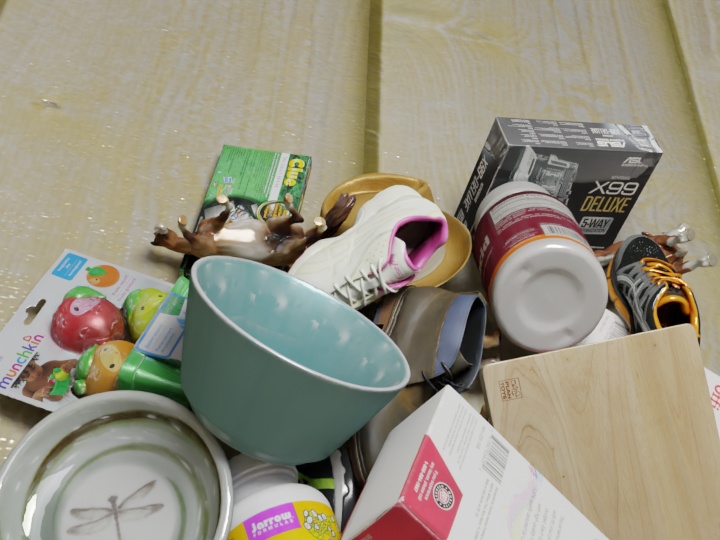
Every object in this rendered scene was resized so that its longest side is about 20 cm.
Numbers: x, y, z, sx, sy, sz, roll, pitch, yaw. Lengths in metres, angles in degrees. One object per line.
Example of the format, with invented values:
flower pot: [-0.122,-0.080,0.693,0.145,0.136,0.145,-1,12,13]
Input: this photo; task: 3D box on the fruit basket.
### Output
fruit basket: [-0.219,0.060,1.027,0.197,0.095,0.186,22,44,6]

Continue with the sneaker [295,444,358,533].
sneaker: [-0.055,0.163,1.023,0.081,0.072,0.202,-17,51,-5]

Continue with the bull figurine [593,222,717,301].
bull figurine: [0.322,-0.009,1.299,0.197,0.121,0.066,-20,87,-26]

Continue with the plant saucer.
plant saucer: [-0.194,0.196,0.907,0.196,0.051,0.203,-2,58,4]

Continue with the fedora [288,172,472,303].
fedora: [0.019,-0.045,1.188,0.196,0.083,0.202,-3,33,2]

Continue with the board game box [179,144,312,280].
board game box: [-0.117,-0.058,1.216,0.103,0.024,0.202,7,45,5]

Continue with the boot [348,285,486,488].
boot: [0.052,0.100,1.034,0.096,0.075,0.203,-6,58,33]

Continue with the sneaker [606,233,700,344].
sneaker: [0.300,0.032,1.143,0.077,0.078,0.202,9,44,-11]

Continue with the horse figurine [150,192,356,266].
horse figurine: [-0.103,-0.037,1.108,0.196,0.133,0.051,-2,72,-11]

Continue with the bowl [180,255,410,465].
bowl: [-0.068,0.084,0.940,0.198,0.106,0.201,26,14,-7]

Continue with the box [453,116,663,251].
box: [0.220,-0.093,1.296,0.196,0.159,0.050,1,46,-21]

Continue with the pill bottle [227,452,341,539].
pill bottle: [-0.056,0.242,0.902,0.103,0.105,0.202,-7,50,-26]

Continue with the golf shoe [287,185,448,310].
golf shoe: [0.000,0.000,1.066,0.200,0.076,0.091,-45,31,-12]

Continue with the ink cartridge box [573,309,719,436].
ink cartridge box: [0.267,0.137,1.144,0.198,0.086,0.146,30,44,12]

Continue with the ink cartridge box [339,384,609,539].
ink cartridge box: [0.095,0.212,0.878,0.200,0.085,0.148,45,33,-7]

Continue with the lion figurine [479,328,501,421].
lion figurine: [0.070,0.111,1.102,0.120,0.073,0.202,4,49,12]

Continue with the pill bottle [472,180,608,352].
pill bottle: [0.174,-0.012,1.161,0.112,0.116,0.201,13,22,-8]

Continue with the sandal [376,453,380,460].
sandal: [0.025,0.214,0.931,0.079,0.057,0.202,40,31,-9]

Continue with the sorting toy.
sorting toy: [0.214,0.167,1.021,0.195,0.070,0.204,-10,84,-7]
